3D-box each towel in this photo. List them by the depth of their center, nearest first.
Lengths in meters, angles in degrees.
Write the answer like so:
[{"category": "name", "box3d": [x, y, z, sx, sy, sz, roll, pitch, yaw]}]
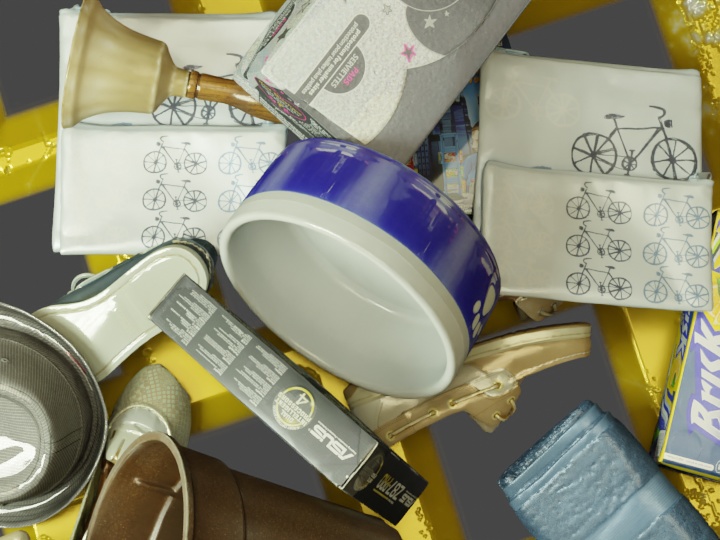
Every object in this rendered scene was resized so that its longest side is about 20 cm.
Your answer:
[{"category": "towel", "box3d": [0.204, 0.203, 1.480, 0.112, 0.048, 0.200, -43, 81, 19]}]

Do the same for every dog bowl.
[{"category": "dog bowl", "box3d": [0.000, 0.000, 1.411, 0.199, 0.200, 0.079, 33, 62, 4]}]

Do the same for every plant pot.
[{"category": "plant pot", "box3d": [-0.081, 0.234, 1.401, 0.197, 0.200, 0.203, 15, 83, -26]}]

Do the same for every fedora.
[{"category": "fedora", "box3d": [-0.294, 0.115, 1.456, 0.198, 0.090, 0.179, 15, 101, 8]}]

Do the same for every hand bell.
[{"category": "hand bell", "box3d": [-0.121, -0.139, 1.479, 0.198, 0.104, 0.105, 12, 83, -4]}]

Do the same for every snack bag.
[{"category": "snack bag", "box3d": [0.178, -0.071, 1.469, 0.186, 0.021, 0.202, 5, 75, -6]}, {"category": "snack bag", "box3d": [-0.148, -0.111, 1.533, 0.186, 0.021, 0.202, 1, 84, 1]}]

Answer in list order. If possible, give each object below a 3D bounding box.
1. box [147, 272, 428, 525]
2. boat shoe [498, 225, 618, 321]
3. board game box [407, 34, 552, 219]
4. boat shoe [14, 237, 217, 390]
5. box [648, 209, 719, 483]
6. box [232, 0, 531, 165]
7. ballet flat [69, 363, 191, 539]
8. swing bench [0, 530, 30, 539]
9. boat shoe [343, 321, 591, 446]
[{"category": "box", "box3d": [-0.050, 0.097, 1.423, 0.200, 0.161, 0.049, 39, 85, 21]}, {"category": "boat shoe", "box3d": [0.133, 0.003, 1.509, 0.198, 0.076, 0.073, -6, 91, 5]}, {"category": "board game box", "box3d": [0.053, -0.135, 1.525, 0.198, 0.062, 0.202, -4, 81, 2]}, {"category": "boat shoe", "box3d": [-0.196, 0.034, 1.500, 0.199, 0.062, 0.075, -36, 96, 17]}, {"category": "box", "box3d": [0.280, 0.061, 1.502, 0.069, 0.064, 0.202, 14, 84, 2]}, {"category": "box", "box3d": [0.021, -0.181, 1.424, 0.132, 0.115, 0.201, 40, 83, -14]}, {"category": "ballet flat", "box3d": [-0.179, 0.169, 1.488, 0.067, 0.062, 0.202, 17, 83, 2]}, {"category": "swing bench", "box3d": [-0.294, 0.312, 1.418, 0.129, 0.200, 0.201, -16, 84, -26]}, {"category": "boat shoe", "box3d": [0.089, 0.092, 1.497, 0.198, 0.074, 0.070, -17, 86, 8]}]
